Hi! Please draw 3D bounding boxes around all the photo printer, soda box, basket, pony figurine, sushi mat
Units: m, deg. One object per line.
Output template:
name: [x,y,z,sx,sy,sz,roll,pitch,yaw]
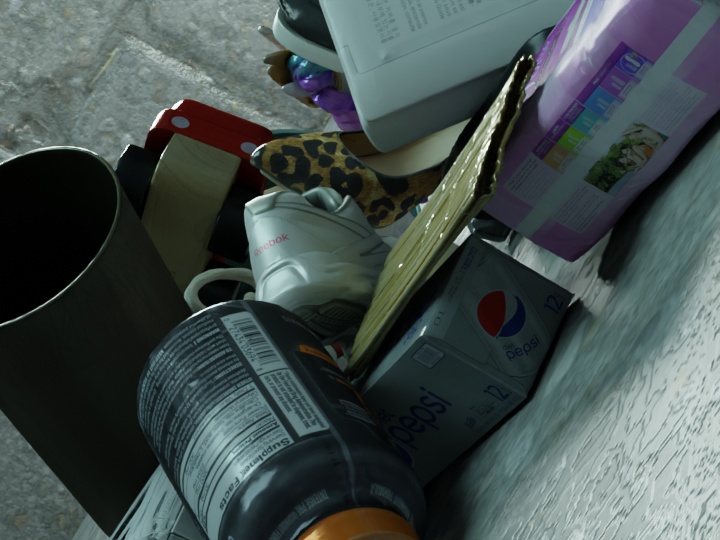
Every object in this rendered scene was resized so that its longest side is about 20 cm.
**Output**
photo printer: [0.074,-0.177,1.384,0.200,0.166,0.069,-23,-17,9]
soda box: [0.037,0.057,1.288,0.068,0.063,0.200,-63,7,-28]
basket: [-0.151,0.053,1.422,0.136,0.200,0.180,-32,31,-2]
pony figurine: [0.031,-0.099,1.622,0.167,0.193,0.200,-39,-6,32]
sushi mat: [0.038,-0.023,1.229,0.200,0.012,0.096,124,169,-56]

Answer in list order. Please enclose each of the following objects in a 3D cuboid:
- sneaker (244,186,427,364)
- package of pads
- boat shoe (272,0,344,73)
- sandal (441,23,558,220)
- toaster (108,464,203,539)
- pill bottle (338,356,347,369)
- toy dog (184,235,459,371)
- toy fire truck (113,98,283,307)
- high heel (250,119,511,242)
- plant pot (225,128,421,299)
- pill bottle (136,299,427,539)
sneaker: [0.000,0.000,1.398,0.078,0.099,0.200,-26,-25,18]
package of pads: [0.136,-0.106,1.180,0.200,0.076,0.121,-53,8,51]
boat shoe: [0.043,-0.144,1.519,0.076,0.200,0.060,-70,-5,-49]
sandal: [0.095,-0.068,1.369,0.200,0.075,0.048,112,144,-62]
toaster: [-0.087,0.192,1.374,0.200,0.129,0.114,-55,7,44]
pill bottle: [-0.070,0.137,1.543,0.120,0.120,0.200,-54,8,46]
toy dog: [-0.013,0.044,1.522,0.200,0.132,0.096,-28,-34,-36]
toy fire truck: [-0.089,-0.039,1.624,0.200,0.129,0.176,-68,-3,-51]
high heel: [0.040,-0.094,1.440,0.143,0.200,0.071,-61,40,26]
plant pot: [-0.052,0.016,1.765,0.134,0.200,0.200,85,-157,-48]
pill bottle: [-0.034,0.106,1.216,0.106,0.106,0.200,-59,35,15]
